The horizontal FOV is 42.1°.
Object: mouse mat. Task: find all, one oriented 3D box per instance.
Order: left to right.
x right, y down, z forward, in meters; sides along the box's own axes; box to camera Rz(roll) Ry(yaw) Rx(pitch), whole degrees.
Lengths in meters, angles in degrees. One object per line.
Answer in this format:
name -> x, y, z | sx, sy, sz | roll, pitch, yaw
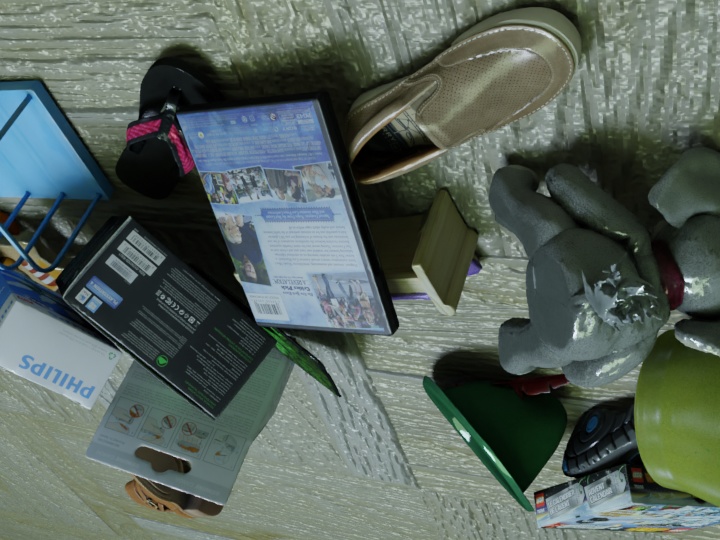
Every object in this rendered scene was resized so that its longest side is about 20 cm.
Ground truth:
mouse mat -> -0.089, 0.064, 0.922 | 0.161, 0.008, 0.200 | 36, 168, 13

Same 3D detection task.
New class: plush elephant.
plush elephant -> 0.198, 0.000, 0.665 | 0.154, 0.166, 0.200 | -9, -172, -16

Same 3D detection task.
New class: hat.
hat -> 0.185, 0.127, 0.943 | 0.166, 0.176, 0.200 | 53, 175, -35

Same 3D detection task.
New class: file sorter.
file sorter -> -0.366, -0.081, 0.873 | 0.199, 0.123, 0.139 | 3, 142, 25

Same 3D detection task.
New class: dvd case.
dvd case -> -0.055, -0.039, 0.731 | 0.142, 0.018, 0.201 | 2, 121, 35

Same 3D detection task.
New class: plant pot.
plant pot -> 0.321, 0.112, 0.708 | 0.192, 0.201, 0.201 | -1, 140, 43

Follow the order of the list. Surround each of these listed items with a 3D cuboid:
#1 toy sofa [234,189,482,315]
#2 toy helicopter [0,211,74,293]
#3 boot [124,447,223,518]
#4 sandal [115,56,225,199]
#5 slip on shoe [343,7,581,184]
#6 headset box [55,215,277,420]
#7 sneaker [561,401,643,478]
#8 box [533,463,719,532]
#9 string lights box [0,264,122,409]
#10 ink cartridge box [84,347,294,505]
toy sofa -> 0.000, 0.000, 0.815 | 0.199, 0.083, 0.098 | -3, 138, 32
toy helicopter -> -0.333, 0.009, 1.026 | 0.199, 0.079, 0.133 | 2, 136, 7
boot -> -0.324, 0.326, 1.466 | 0.155, 0.077, 0.200 | -11, 142, 44
sandal -> -0.168, -0.105, 0.796 | 0.075, 0.045, 0.200 | 30, 145, -11
slip on shoe -> 0.061, -0.113, 0.645 | 0.199, 0.061, 0.076 | -14, 132, 41
headset box -> -0.193, 0.037, 0.891 | 0.174, 0.093, 0.200 | 43, 169, -18
sneaker -> 0.270, 0.167, 0.901 | 0.082, 0.073, 0.200 | 30, 145, -10
box -> 0.295, 0.232, 0.940 | 0.199, 0.040, 0.137 | 10, 152, -28
string lights box -> -0.295, 0.055, 0.856 | 0.103, 0.059, 0.200 | 32, 174, -28
ink cartridge box -> -0.176, 0.143, 1.004 | 0.159, 0.201, 0.047 | 17, 147, 8
